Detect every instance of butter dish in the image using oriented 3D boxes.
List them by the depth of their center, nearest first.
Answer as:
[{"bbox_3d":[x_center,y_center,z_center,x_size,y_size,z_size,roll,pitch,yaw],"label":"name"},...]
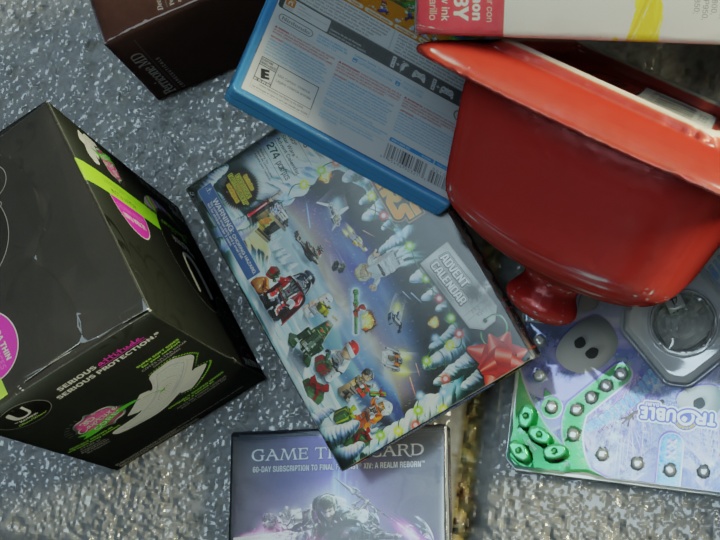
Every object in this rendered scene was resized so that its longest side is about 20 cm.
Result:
[{"bbox_3d":[0.127,-0.039,0.760,0.198,0.200,0.149,27,109,19],"label":"butter dish"}]

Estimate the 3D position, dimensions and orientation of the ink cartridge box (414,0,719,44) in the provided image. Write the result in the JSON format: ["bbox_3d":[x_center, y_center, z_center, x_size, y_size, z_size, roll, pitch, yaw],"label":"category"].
[{"bbox_3d":[0.136,-0.172,0.725,0.198,0.145,0.084,4,108,10],"label":"ink cartridge box"}]

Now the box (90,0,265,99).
[{"bbox_3d":[-0.075,-0.199,0.908,0.199,0.100,0.075,-21,71,9],"label":"box"}]

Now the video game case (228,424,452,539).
[{"bbox_3d":[-0.013,0.198,0.827,0.142,0.019,0.202,-4,73,13],"label":"video game case"}]

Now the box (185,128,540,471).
[{"bbox_3d":[0.000,0.000,0.817,0.136,0.040,0.201,-32,82,12],"label":"box"}]

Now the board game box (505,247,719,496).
[{"bbox_3d":[0.195,0.031,0.815,0.198,0.026,0.202,5,76,15],"label":"board game box"}]

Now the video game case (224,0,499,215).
[{"bbox_3d":[0.016,-0.148,0.804,0.142,0.018,0.201,27,60,-14],"label":"video game case"}]

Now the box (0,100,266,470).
[{"bbox_3d":[-0.168,0.019,0.819,0.124,0.200,0.149,-31,70,4],"label":"box"}]
